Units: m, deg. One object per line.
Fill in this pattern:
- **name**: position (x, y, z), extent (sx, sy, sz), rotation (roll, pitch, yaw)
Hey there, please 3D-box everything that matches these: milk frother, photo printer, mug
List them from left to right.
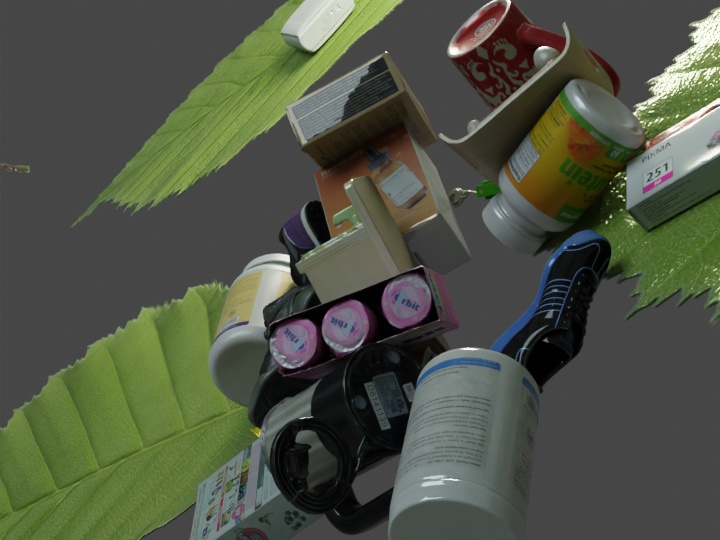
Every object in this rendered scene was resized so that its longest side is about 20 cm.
- **photo printer**: position (-0.107, -0.595, 2.971), extent (0.167, 0.069, 0.200), rotation (-49, 22, -3)
- **milk frother**: position (-0.048, 0.188, 1.343), extent (0.188, 0.199, 0.182), rotation (-37, 52, 48)
- **mug**: position (0.232, -0.260, 1.638), extent (0.177, 0.200, 0.134), rotation (-35, 25, 28)

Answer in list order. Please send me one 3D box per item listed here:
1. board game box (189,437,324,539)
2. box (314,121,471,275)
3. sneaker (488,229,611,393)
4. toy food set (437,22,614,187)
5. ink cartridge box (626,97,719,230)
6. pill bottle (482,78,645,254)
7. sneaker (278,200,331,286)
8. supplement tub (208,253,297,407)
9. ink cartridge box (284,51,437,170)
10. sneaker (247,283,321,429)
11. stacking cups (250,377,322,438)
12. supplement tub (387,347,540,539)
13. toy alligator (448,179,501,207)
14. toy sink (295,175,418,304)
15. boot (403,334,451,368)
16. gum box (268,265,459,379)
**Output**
- **board game box**: position (-0.121, 0.279, 1.563), extent (0.200, 0.064, 0.148), rotation (-37, 23, 20)
- **box**: position (0.040, -0.074, 1.697), extent (0.152, 0.106, 0.201), rotation (-29, 44, 11)
- **sneaker**: position (0.218, 0.047, 1.341), extent (0.201, 0.070, 0.078), rotation (-55, 31, -8)
- **toy food set**: position (0.203, -0.195, 1.523), extent (0.200, 0.143, 0.061), rotation (-40, 54, 13)
- **ink cartridge box**: position (0.387, -0.153, 1.393), extent (0.199, 0.044, 0.174), rotation (-32, 28, 32)
- **pill bottle**: position (0.234, -0.117, 1.490), extent (0.200, 0.111, 0.111), rotation (-53, 17, 28)
- **sneaker**: position (-0.050, 0.010, 1.755), extent (0.087, 0.201, 0.075), rotation (-32, -15, 39)
- **supplement tub**: position (-0.130, 0.084, 1.791), extent (0.145, 0.145, 0.201), rotation (-34, 25, 28)
- **ink cartridge box**: position (0.004, -0.204, 1.765), extent (0.164, 0.200, 0.076), rotation (-26, 71, 8)
- **sneaker**: position (-0.097, 0.108, 1.641), extent (0.114, 0.076, 0.201), rotation (19, 87, 67)
- **stacking cups**: position (-0.060, 0.155, 1.662), extent (0.200, 0.060, 0.060), rotation (-49, 22, -7)
- **supplement tub**: position (0.104, 0.186, 1.223), extent (0.132, 0.132, 0.201), rotation (-31, 27, 34)
- **toy alligator**: position (0.197, -0.112, 1.656), extent (0.054, 0.060, 0.199), rotation (-13, 2, -34)
- **toy sink**: position (0.000, 0.000, 1.538), extent (0.111, 0.201, 0.130), rotation (-28, 1, 12)
- **boot**: position (0.035, 0.147, 1.466), extent (0.155, 0.077, 0.200), rotation (-36, 19, 11)
- **gum box**: position (0.001, 0.063, 1.415), extent (0.199, 0.067, 0.113), rotation (-21, -11, 12)
